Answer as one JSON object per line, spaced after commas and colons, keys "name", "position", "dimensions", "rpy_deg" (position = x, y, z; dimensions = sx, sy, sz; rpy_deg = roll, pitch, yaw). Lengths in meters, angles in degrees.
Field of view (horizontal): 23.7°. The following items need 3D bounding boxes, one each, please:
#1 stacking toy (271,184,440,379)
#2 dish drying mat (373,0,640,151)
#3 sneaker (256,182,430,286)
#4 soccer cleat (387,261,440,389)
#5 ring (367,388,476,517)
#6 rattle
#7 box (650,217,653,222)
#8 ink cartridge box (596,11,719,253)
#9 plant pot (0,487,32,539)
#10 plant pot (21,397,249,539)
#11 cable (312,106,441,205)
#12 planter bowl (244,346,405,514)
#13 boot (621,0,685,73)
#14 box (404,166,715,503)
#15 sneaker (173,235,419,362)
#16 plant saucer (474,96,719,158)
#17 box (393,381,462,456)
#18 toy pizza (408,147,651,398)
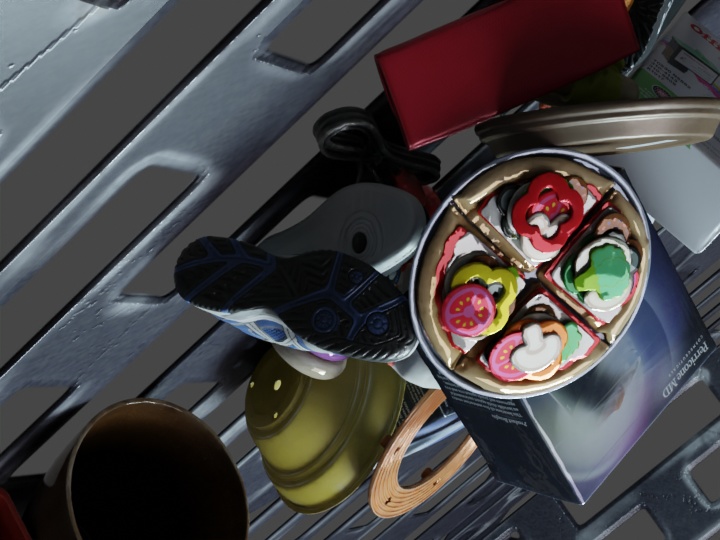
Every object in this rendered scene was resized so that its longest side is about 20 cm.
{"name": "stacking toy", "position": [0.000, 0.000, 1.520], "dimensions": [0.201, 0.085, 0.085], "rpy_deg": [-53, 157, 25]}
{"name": "dish drying mat", "position": [0.110, -0.161, 1.277], "dimensions": [0.198, 0.078, 0.018], "rpy_deg": [-24, -166, -12]}
{"name": "sneaker", "position": [0.009, -0.017, 1.386], "dimensions": [0.111, 0.074, 0.199], "rpy_deg": [10, 160, -41]}
{"name": "soccer cleat", "position": [0.068, 0.027, 1.540], "dimensions": [0.077, 0.202, 0.069], "rpy_deg": [24, 135, -19]}
{"name": "ring", "position": [0.074, 0.148, 1.609], "dimensions": [0.200, 0.019, 0.201], "rpy_deg": [-39, 153, -24]}
{"name": "rattle", "position": [0.168, -0.191, 1.408], "dimensions": [0.128, 0.145, 0.200], "rpy_deg": [-4, -179, 9]}
{"name": "box", "position": [0.200, -0.062, 1.696], "dimensions": [0.199, 0.097, 0.177], "rpy_deg": [-31, 160, -18]}
{"name": "ink cartridge box", "position": [0.293, -0.127, 1.523], "dimensions": [0.084, 0.144, 0.200], "rpy_deg": [-52, 177, 37]}
{"name": "plant pot", "position": [-0.369, 0.337, 1.508], "dimensions": [0.198, 0.201, 0.176], "rpy_deg": [-27, 174, -25]}
{"name": "plant pot", "position": [-0.231, 0.237, 1.552], "dimensions": [0.186, 0.189, 0.199], "rpy_deg": [-18, 170, -44]}
{"name": "cable", "position": [0.018, -0.079, 1.358], "dimensions": [0.096, 0.051, 0.200], "rpy_deg": [-15, 165, 2]}
{"name": "planter bowl", "position": [-0.052, 0.122, 1.632], "dimensions": [0.083, 0.202, 0.200], "rpy_deg": [28, 121, -31]}
{"name": "boot", "position": [0.289, -0.252, 1.442], "dimensions": [0.199, 0.066, 0.165], "rpy_deg": [-29, 164, -35]}
{"name": "box", "position": [0.167, 0.049, 1.435], "dimensions": [0.200, 0.199, 0.123], "rpy_deg": [-45, -151, -23]}
{"name": "sneaker", "position": [-0.043, 0.023, 1.325], "dimensions": [0.077, 0.198, 0.076], "rpy_deg": [51, 59, -69]}
{"name": "plant saucer", "position": [0.187, -0.108, 1.325], "dimensions": [0.197, 0.030, 0.200], "rpy_deg": [-5, 179, 0]}
{"name": "box", "position": [0.053, 0.118, 1.776], "dimensions": [0.198, 0.124, 0.199], "rpy_deg": [-33, 168, 38]}
{"name": "toy pizza", "position": [0.132, 0.007, 1.281], "dimensions": [0.198, 0.032, 0.203], "rpy_deg": [-7, 113, -17]}
